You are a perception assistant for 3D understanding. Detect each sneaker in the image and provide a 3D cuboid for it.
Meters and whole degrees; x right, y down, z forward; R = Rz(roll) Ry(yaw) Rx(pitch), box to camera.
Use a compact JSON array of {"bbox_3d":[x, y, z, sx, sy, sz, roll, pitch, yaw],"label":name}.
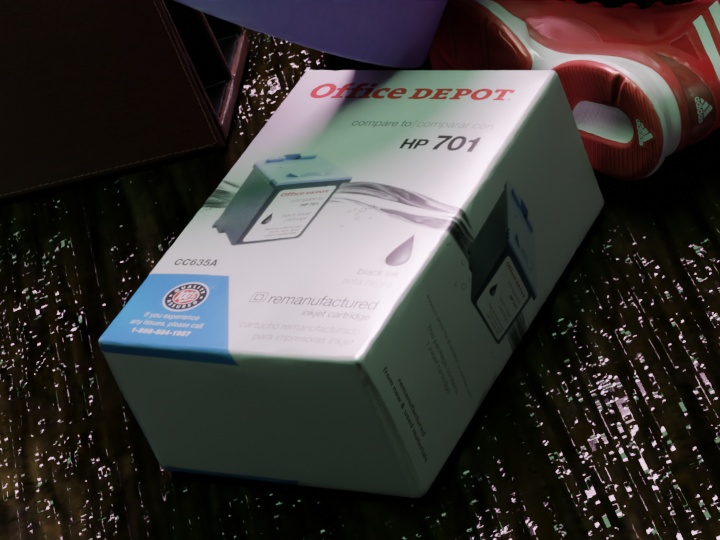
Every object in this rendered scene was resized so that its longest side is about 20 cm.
[{"bbox_3d":[0.124,-0.102,1.187,0.115,0.079,0.200,-21,32,-25],"label":"sneaker"}]

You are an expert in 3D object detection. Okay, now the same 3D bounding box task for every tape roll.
[{"bbox_3d":[-0.047,-0.173,1.170,0.200,0.199,0.085,40,113,53],"label":"tape roll"}]

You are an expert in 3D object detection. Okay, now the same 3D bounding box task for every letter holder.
[{"bbox_3d":[-0.183,-0.129,1.327,0.199,0.142,0.101,-13,35,17],"label":"letter holder"}]

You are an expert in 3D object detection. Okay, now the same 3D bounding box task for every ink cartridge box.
[{"bbox_3d":[0.000,0.000,1.092,0.146,0.086,0.200,2,43,34],"label":"ink cartridge box"}]
